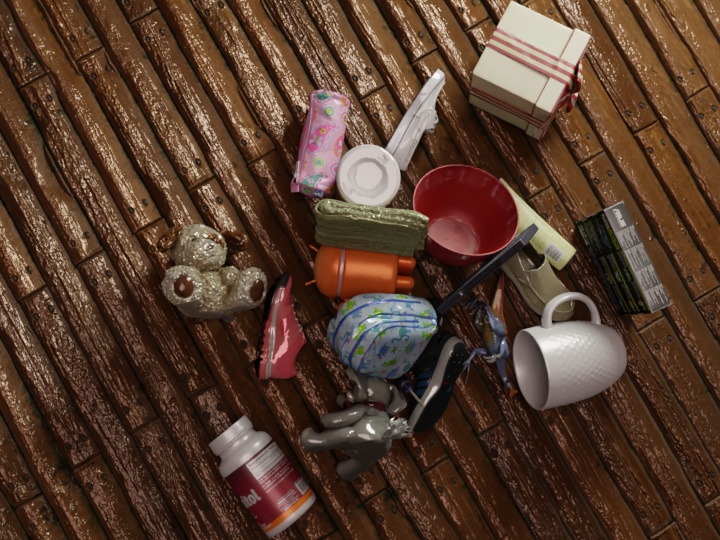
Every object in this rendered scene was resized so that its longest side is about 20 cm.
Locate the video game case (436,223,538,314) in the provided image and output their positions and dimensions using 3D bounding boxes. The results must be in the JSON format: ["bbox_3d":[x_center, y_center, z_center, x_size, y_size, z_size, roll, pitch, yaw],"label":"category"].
[{"bbox_3d":[0.230,-0.004,1.679,0.200,0.143,0.019,-43,87,24],"label":"video game case"}]

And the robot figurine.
[{"bbox_3d":[0.000,-0.002,1.723,0.198,0.117,0.145,6,113,-3],"label":"robot figurine"}]

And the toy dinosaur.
[{"bbox_3d":[0.262,0.135,1.742,0.200,0.105,0.182,-40,107,-15],"label":"toy dinosaur"}]

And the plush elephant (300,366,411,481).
[{"bbox_3d":[0.002,0.258,1.694,0.199,0.156,0.165,-28,132,27],"label":"plush elephant"}]

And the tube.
[{"bbox_3d":[0.320,-0.084,1.781,0.200,0.052,0.058,40,43,4],"label":"tube"}]

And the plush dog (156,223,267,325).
[{"bbox_3d":[-0.288,-0.002,1.716,0.198,0.160,0.174,3,69,-30],"label":"plush dog"}]

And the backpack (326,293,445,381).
[{"bbox_3d":[0.038,0.114,1.650,0.199,0.154,0.164,22,119,-30],"label":"backpack"}]

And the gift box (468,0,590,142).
[{"bbox_3d":[0.313,-0.349,1.738,0.185,0.185,0.201,26,88,8],"label":"gift box"}]

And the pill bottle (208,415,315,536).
[{"bbox_3d":[-0.181,0.367,1.687,0.113,0.113,0.201,-38,87,-5],"label":"pill bottle"}]

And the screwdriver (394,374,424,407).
[{"bbox_3d":[0.091,0.221,1.669,0.028,0.200,0.029,-5,103,-9],"label":"screwdriver"}]

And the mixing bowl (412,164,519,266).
[{"bbox_3d":[0.182,-0.083,1.724,0.198,0.109,0.202,6,56,-9],"label":"mixing bowl"}]

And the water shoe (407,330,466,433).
[{"bbox_3d":[0.130,0.206,1.744,0.079,0.071,0.201,35,103,43],"label":"water shoe"}]

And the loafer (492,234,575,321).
[{"bbox_3d":[0.329,0.012,1.750,0.200,0.068,0.076,45,57,2],"label":"loafer"}]

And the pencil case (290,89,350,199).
[{"bbox_3d":[-0.076,-0.234,1.752,0.087,0.087,0.202,12,85,-2],"label":"pencil case"}]

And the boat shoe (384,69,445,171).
[{"bbox_3d":[0.114,-0.283,1.778,0.065,0.074,0.201,32,95,-5],"label":"boat shoe"}]

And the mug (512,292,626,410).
[{"bbox_3d":[0.385,0.140,1.707,0.174,0.148,0.202,-10,101,-15],"label":"mug"}]

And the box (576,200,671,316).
[{"bbox_3d":[0.475,-0.017,1.707,0.047,0.193,0.202,-24,86,-5],"label":"box"}]

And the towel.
[{"bbox_3d":[0.019,-0.073,1.617,0.198,0.149,0.037,6,68,0],"label":"towel"}]

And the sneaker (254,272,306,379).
[{"bbox_3d":[-0.140,0.106,1.740,0.086,0.074,0.202,11,89,-15],"label":"sneaker"}]

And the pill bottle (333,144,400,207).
[{"bbox_3d":[0.009,-0.152,1.692,0.113,0.200,0.116,0,85,-3],"label":"pill bottle"}]
